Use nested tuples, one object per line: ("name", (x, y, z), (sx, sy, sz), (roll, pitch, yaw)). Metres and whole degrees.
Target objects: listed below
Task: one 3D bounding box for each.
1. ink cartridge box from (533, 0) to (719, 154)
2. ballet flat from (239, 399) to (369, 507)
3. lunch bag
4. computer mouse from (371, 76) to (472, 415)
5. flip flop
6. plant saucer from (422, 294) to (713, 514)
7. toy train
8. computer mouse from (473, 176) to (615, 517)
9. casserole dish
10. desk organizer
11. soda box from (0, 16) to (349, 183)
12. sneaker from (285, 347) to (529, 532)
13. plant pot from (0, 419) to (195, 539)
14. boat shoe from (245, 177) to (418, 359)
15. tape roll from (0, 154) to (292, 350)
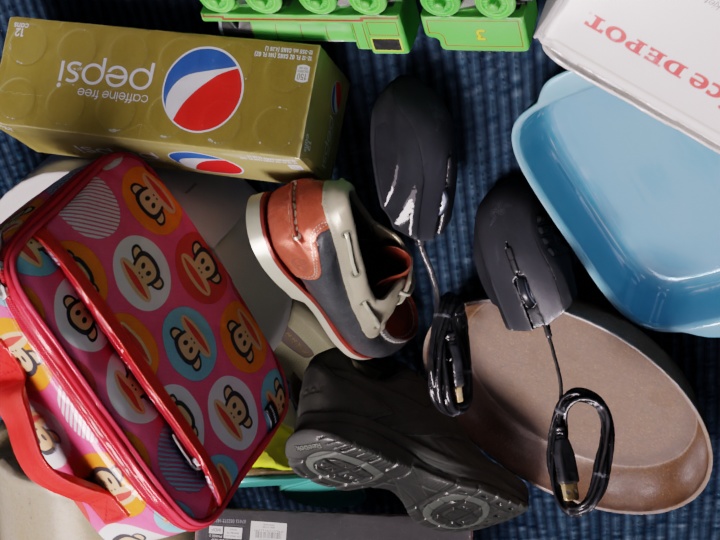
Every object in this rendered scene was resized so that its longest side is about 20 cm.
("ink cartridge box", (0.190, -0.157, 0.649), (0.145, 0.085, 0.201), (28, 135, -4))
("ballet flat", (-0.046, 0.129, 1.037), (0.066, 0.068, 0.200), (-13, 162, 22))
("lunch bag", (-0.139, 0.051, 0.810), (0.081, 0.176, 0.201), (-22, 109, 34))
("computer mouse", (0.046, -0.012, 0.827), (0.034, 0.059, 0.202), (-3, 109, 29))
("flip flop", (-0.014, 0.088, 1.000), (0.081, 0.058, 0.200), (-27, 116, 40))
("plant saucer", (0.135, 0.079, 0.921), (0.199, 0.035, 0.201), (23, 146, 16))
("toy train", (0.002, -0.145, 0.780), (0.198, 0.042, 0.057), (5, 145, 21))
("computer mouse", (0.102, 0.040, 0.820), (0.058, 0.202, 0.034), (-23, 159, 27))
("casserole dish", (0.168, -0.045, 0.803), (0.120, 0.039, 0.200), (-17, 124, 35))
("desk organizer", (-0.020, 0.217, 1.059), (0.197, 0.073, 0.077), (2, 167, 0))
("soda box", (-0.112, -0.098, 0.840), (0.198, 0.069, 0.064), (8, 171, 18))
("sneaker", (0.040, 0.112, 0.953), (0.199, 0.092, 0.076), (30, 139, -34))
("plant pot", (-0.201, 0.193, 1.111), (0.198, 0.201, 0.185), (7, 123, 18))
("boat shoe", (0.000, 0.000, 0.868), (0.062, 0.072, 0.200), (-15, 152, 17))
("tape roll", (-0.147, 0.008, 0.945), (0.200, 0.071, 0.204), (13, 124, 19))
